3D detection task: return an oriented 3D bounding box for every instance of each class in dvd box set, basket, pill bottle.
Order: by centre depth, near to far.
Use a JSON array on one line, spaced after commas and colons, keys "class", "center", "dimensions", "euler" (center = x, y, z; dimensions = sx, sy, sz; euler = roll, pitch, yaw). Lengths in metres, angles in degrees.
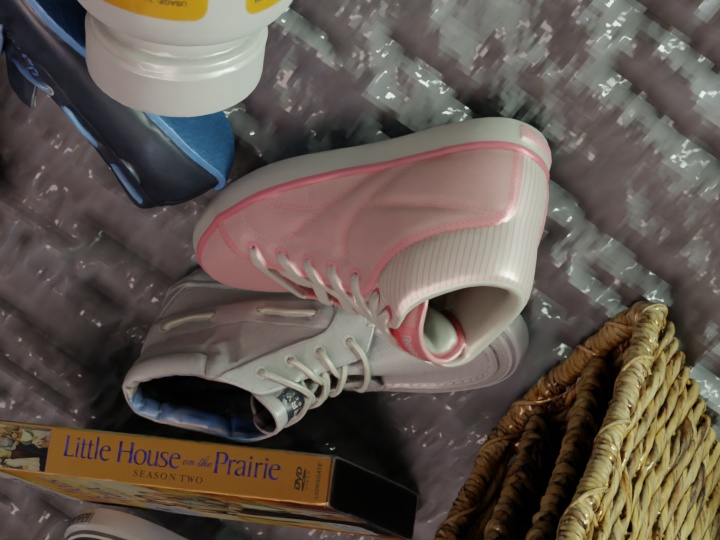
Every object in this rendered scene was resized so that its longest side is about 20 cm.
[{"class": "pill bottle", "center": [-0.076, -0.171, 1.144], "dimensions": [0.112, 0.113, 0.200], "euler": [16, 132, 10]}, {"class": "basket", "center": [0.088, 0.130, 1.262], "dimensions": [0.142, 0.200, 0.149], "euler": [-7, 127, 29]}, {"class": "dvd box set", "center": [-0.084, 0.112, 1.379], "dimensions": [0.199, 0.030, 0.146], "euler": [5, 169, 19]}]

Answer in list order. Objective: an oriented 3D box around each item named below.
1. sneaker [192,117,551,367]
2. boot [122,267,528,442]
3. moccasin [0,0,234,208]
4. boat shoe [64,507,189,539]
[{"class": "sneaker", "center": [0.000, 0.000, 1.248], "dimensions": [0.200, 0.105, 0.075], "euler": [-15, 149, 30]}, {"class": "boot", "center": [-0.020, 0.053, 1.314], "dimensions": [0.199, 0.096, 0.074], "euler": [2, 128, 21]}, {"class": "moccasin", "center": [-0.145, -0.101, 1.250], "dimensions": [0.068, 0.081, 0.200], "euler": [-28, 112, 29]}, {"class": "boat shoe", "center": [-0.080, 0.197, 1.462], "dimensions": [0.199, 0.057, 0.069], "euler": [24, 145, -15]}]
